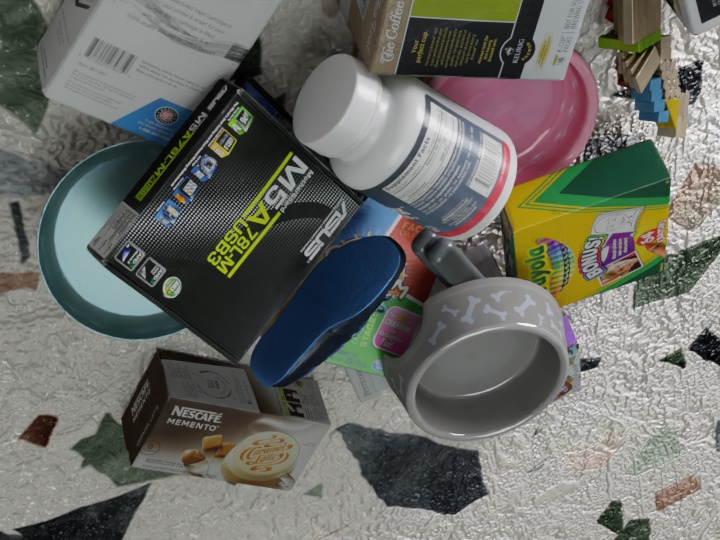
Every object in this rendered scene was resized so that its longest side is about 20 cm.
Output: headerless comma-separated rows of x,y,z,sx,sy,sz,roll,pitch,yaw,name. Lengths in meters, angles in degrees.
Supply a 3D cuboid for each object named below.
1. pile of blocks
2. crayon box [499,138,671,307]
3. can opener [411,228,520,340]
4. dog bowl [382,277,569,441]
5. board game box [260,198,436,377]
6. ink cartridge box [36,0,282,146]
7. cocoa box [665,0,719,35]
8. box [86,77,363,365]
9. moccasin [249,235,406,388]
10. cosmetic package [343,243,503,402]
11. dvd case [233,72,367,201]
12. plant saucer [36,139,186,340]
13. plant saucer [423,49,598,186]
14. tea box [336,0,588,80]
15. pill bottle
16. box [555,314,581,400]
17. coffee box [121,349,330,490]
0.273,-0.203,1.543,0.082,0.062,0.201,-54,137,-28,pile of blocks
0.239,-0.039,1.647,0.171,0.059,0.200,-20,150,-2,crayon box
0.124,0.012,1.595,0.067,0.053,0.200,-55,134,-3,can opener
0.125,0.099,1.592,0.199,0.059,0.201,-10,136,-10,dog bowl
0.000,0.000,1.586,0.152,0.040,0.201,15,106,-22,board game box
-0.176,-0.226,1.365,0.144,0.084,0.200,22,120,-32,ink cartridge box
0.313,-0.346,1.391,0.133,0.132,0.201,-25,133,3,cocoa box
-0.120,-0.042,1.411,0.200,0.047,0.193,-51,129,-4,box
-0.030,0.037,1.532,0.200,0.081,0.068,-40,158,19,moccasin
0.069,0.059,1.700,0.199,0.074,0.102,-23,132,0,cosmetic package
-0.092,-0.073,1.458,0.143,0.018,0.200,-51,130,-5,dvd case
-0.208,-0.030,1.463,0.199,0.027,0.202,-6,111,-15,plant saucer
0.139,-0.160,1.549,0.199,0.051,0.201,-9,133,-10,plant saucer
0.100,-0.289,1.369,0.195,0.134,0.201,0,129,-19,tea box
0.039,-0.118,1.435,0.199,0.120,0.120,27,117,-35,pill bottle
0.182,0.120,1.759,0.136,0.039,0.200,-22,159,0,box
-0.150,0.169,1.716,0.199,0.080,0.115,14,124,-28,coffee box
